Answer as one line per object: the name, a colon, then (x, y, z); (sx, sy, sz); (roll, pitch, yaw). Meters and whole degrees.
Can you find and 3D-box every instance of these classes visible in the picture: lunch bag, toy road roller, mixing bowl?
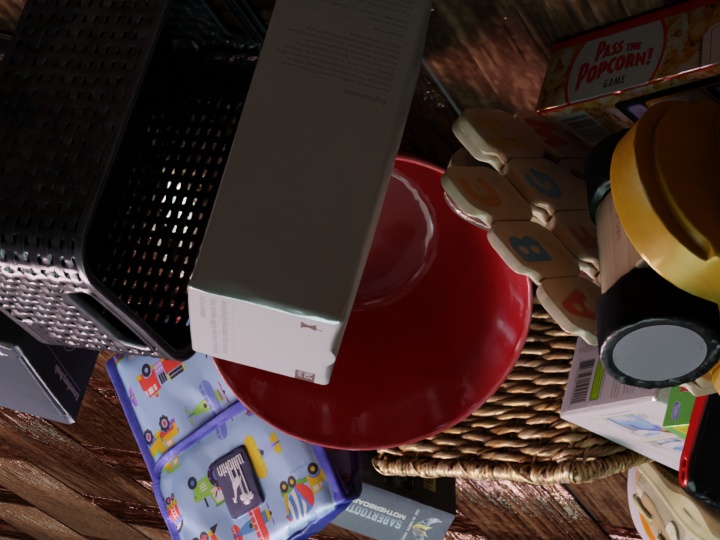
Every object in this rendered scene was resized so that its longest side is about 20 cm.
lunch bag: (-0.076, 0.120, 1.151); (0.150, 0.201, 0.094); (-35, 148, 27)
toy road roller: (0.205, -0.014, 0.762); (0.199, 0.123, 0.146); (18, 139, -18)
mixing bowl: (0.000, 0.000, 1.036); (0.200, 0.201, 0.108); (23, -158, -16)

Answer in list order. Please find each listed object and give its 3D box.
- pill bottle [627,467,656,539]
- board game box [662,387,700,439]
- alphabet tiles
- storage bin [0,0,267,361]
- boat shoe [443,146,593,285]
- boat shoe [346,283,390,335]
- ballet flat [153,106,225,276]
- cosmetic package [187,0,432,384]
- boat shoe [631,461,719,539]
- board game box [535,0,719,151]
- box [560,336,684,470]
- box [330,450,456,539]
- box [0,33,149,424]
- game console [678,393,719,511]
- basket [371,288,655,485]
pill bottle: (0.312, 0.165, 1.258); (0.113, 0.113, 0.200); (33, 154, -35)
board game box: (0.280, 0.072, 1.025); (0.200, 0.135, 0.029); (27, 156, -26)
alphabet tiles: (0.134, -0.015, 0.870); (0.195, 0.200, 0.015); (-4, 138, -49)
storage bin: (-0.130, -0.065, 0.905); (0.093, 0.201, 0.135); (7, 157, 26)
boat shoe: (0.120, -0.016, 0.946); (0.199, 0.072, 0.072); (11, 127, -38)
boat shoe: (-0.008, 0.024, 1.140); (0.200, 0.062, 0.072); (40, 132, -7)
ballet flat: (-0.116, -0.031, 1.122); (0.067, 0.063, 0.200); (1, 146, 7)
cosmetic package: (-0.025, -0.054, 0.856); (0.081, 0.201, 0.113); (16, 158, 1)
boat shoe: (0.227, 0.177, 1.150); (0.073, 0.063, 0.201); (20, -173, -9)
board game box: (0.211, -0.079, 0.828); (0.151, 0.046, 0.200); (32, 154, -32)
box: (0.247, 0.076, 1.087); (0.199, 0.113, 0.101); (26, 158, -23)
box: (-0.004, 0.122, 1.299); (0.157, 0.200, 0.051); (20, 120, -10)
box: (-0.216, -0.025, 1.072); (0.107, 0.201, 0.149); (13, 158, 9)
game console: (0.282, 0.082, 0.989); (0.200, 0.177, 0.031); (28, 158, -25)
basket: (0.132, 0.107, 1.204); (0.199, 0.150, 0.143); (-5, 150, 42)
